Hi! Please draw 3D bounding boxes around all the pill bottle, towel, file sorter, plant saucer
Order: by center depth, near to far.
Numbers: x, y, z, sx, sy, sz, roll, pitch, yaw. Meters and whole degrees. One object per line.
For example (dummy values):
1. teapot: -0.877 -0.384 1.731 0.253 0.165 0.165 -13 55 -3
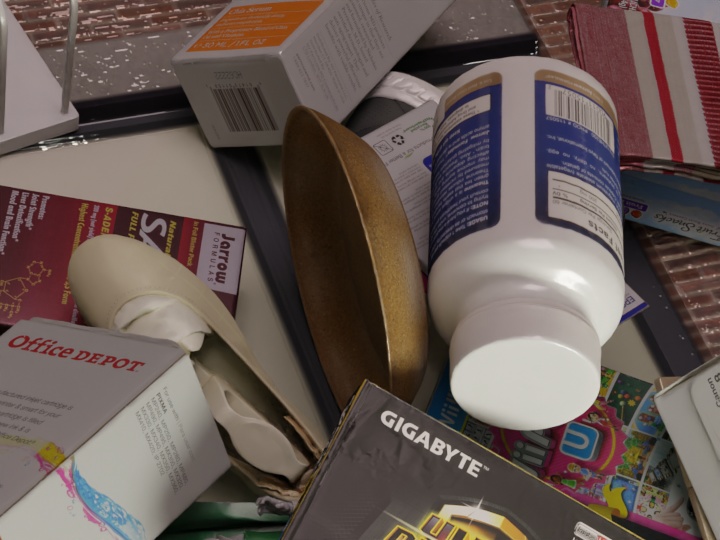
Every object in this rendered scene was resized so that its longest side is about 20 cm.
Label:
1. pill bottle: 0.093 -0.014 1.305 0.110 0.111 0.201 8 50 -5
2. plant saucer: 0.000 0.000 1.336 0.035 0.201 0.201 -13 54 -13
3. file sorter: -0.293 -0.148 1.454 0.199 0.125 0.139 -21 57 -25
4. towel: 0.236 -0.109 1.508 0.198 0.023 0.145 7 48 -12

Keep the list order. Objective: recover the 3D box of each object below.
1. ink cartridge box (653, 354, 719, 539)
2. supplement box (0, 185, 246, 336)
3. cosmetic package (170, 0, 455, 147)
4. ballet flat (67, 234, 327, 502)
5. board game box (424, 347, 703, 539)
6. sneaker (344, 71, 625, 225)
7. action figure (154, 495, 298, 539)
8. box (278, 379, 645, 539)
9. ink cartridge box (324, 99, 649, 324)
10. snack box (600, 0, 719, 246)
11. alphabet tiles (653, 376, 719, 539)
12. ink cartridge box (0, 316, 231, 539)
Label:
1. ink cartridge box: 0.297 0.088 1.296 0.199 0.145 0.146 -15 74 -39
2. supplement box: -0.173 0.015 1.384 0.198 0.061 0.109 10 49 -5
3. cosmetic package: -0.022 -0.166 1.530 0.101 0.072 0.200 0 37 40
4. ballet flat: -0.087 0.060 1.305 0.200 0.069 0.070 45 50 -12
5. board game box: 0.126 0.129 1.348 0.199 0.064 0.148 19 49 6
6. sneaker: 0.073 -0.053 1.492 0.199 0.075 0.085 23 55 20
7. action figure: -0.042 0.164 1.267 0.198 0.055 0.119 -7 71 -5
8. box: 0.049 0.176 1.222 0.199 0.049 0.160 30 66 -2
9. ink cartridge box: 0.071 -0.015 1.396 0.094 0.037 0.200 -29 59 -31
10. snack box: 0.233 -0.114 1.569 0.168 0.068 0.201 17 51 1
11. alphabet tiles: 0.269 0.138 1.349 0.199 0.008 0.168 1 64 -35
12. ink cartridge box: -0.189 0.120 1.237 0.145 0.083 0.200 8 38 43
